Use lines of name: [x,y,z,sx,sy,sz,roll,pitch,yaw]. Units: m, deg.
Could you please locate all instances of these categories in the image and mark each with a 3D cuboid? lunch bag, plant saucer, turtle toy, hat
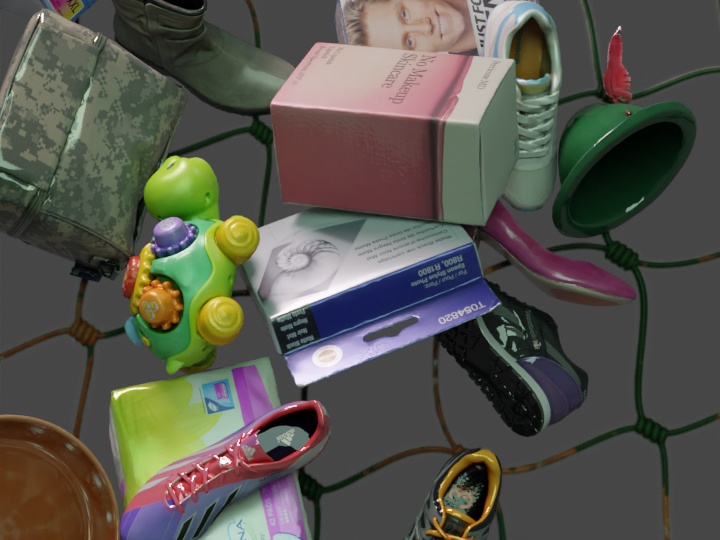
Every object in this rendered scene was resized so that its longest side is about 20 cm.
lunch bag: [-0.259,-0.110,1.473,0.167,0.139,0.201,23,69,-15]
plant saucer: [-0.300,0.223,1.354,0.199,0.032,0.202,4,81,-28]
turtle toy: [-0.155,-0.005,1.427,0.100,0.146,0.201,15,68,-14]
hat: [0.208,-0.147,1.544,0.166,0.200,0.176,-46,62,15]

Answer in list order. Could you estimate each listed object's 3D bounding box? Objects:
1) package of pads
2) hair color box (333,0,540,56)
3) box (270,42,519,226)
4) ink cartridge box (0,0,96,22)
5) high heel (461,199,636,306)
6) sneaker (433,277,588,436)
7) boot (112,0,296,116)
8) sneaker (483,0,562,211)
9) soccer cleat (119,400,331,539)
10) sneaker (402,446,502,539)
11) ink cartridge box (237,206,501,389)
package of pads: [-0.133,0.188,1.401,0.153,0.068,0.201,-12,69,-10]
hair color box: [0.080,-0.229,1.595,0.198,0.061,0.101,-8,69,-8]
box: [0.034,-0.127,1.470,0.199,0.110,0.128,7,36,18]
ink cartridge box: [-0.274,-0.335,1.566,0.136,0.077,0.200,25,62,41]
high heel: [0.171,-0.030,1.521,0.199,0.067,0.097,15,77,15]
sneaker: [0.132,0.056,1.491,0.087,0.076,0.201,-24,72,-34]
boot: [-0.152,-0.219,1.529,0.199,0.131,0.068,20,70,3]
sneaker: [0.153,-0.153,1.529,0.076,0.081,0.202,-7,102,-8]
soccer cleat: [-0.112,0.166,1.334,0.199,0.077,0.067,-28,74,-17]
sneaker: [0.070,0.239,1.396,0.078,0.077,0.201,21,69,1]
ink cartridge box: [0.000,0.000,1.442,0.198,0.041,0.200,-22,37,-9]
